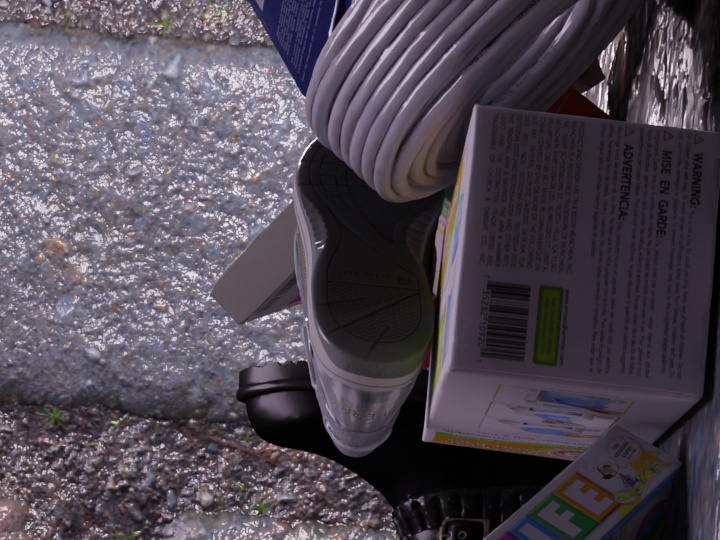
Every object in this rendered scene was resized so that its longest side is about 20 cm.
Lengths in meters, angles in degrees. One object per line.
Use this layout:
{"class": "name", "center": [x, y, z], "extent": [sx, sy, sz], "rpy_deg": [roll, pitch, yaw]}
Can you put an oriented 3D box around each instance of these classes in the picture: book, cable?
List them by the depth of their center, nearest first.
{"class": "cable", "center": [0.065, -0.117, 0.954], "extent": [0.200, 0.069, 0.200], "rpy_deg": [-48, -12, 20]}
{"class": "book", "center": [-0.001, -0.031, 1.254], "extent": [0.134, 0.048, 0.200], "rpy_deg": [-45, -8, 15]}

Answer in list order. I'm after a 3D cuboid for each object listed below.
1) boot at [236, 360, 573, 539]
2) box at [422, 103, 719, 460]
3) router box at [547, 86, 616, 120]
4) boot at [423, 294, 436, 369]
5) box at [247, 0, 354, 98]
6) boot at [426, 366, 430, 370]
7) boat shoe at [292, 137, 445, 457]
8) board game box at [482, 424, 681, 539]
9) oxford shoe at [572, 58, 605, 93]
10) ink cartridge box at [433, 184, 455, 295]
{"class": "boot", "center": [0.024, 0.131, 1.096], "extent": [0.079, 0.210, 0.159], "rpy_deg": [32, -113, -69]}
{"class": "box", "center": [0.086, 0.013, 0.922], "extent": [0.200, 0.101, 0.113], "rpy_deg": [95, -179, -77]}
{"class": "router box", "center": [0.028, -0.133, 1.204], "extent": [0.049, 0.179, 0.200], "rpy_deg": [-56, 39, 4]}
{"class": "boot", "center": [0.068, -0.012, 1.294], "extent": [0.073, 0.143, 0.201], "rpy_deg": [-80, -2, -59]}
{"class": "box", "center": [-0.024, -0.171, 1.069], "extent": [0.200, 0.032, 0.122], "rpy_deg": [-118, 35, -50]}
{"class": "boot", "center": [0.073, 0.099, 1.234], "extent": [0.200, 0.073, 0.096], "rpy_deg": [64, -168, -78]}
{"class": "boat shoe", "center": [0.002, 0.001, 1.013], "extent": [0.203, 0.074, 0.065], "rpy_deg": [-94, 13, -54]}
{"class": "board game box", "center": [0.067, 0.177, 0.885], "extent": [0.134, 0.034, 0.201], "rpy_deg": [-34, -38, -40]}
{"class": "oxford shoe", "center": [0.113, -0.189, 1.269], "extent": [0.071, 0.072, 0.201], "rpy_deg": [-113, 14, -48]}
{"class": "ink cartridge box", "center": [0.070, 0.015, 1.168], "extent": [0.048, 0.146, 0.200], "rpy_deg": [-37, -17, -20]}
